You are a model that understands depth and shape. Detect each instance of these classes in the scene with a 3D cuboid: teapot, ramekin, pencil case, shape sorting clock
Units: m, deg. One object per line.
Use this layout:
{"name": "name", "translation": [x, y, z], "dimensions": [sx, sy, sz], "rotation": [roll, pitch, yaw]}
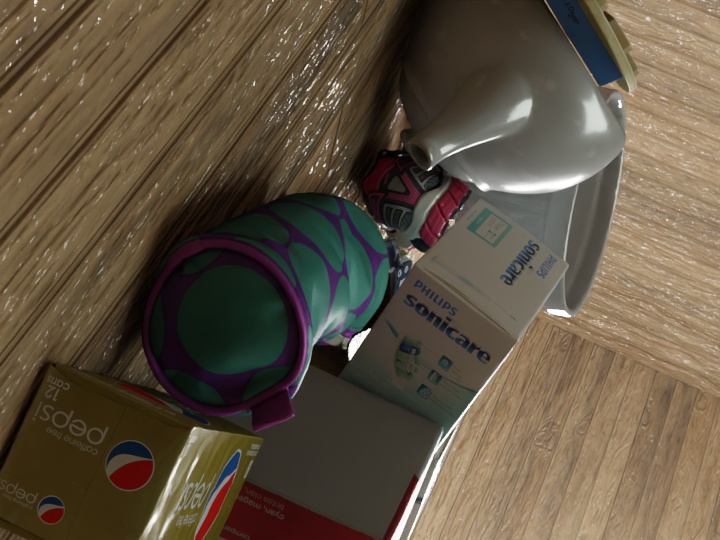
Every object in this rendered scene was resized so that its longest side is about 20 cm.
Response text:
{"name": "teapot", "translation": [0.095, -0.131, 1.018], "dimensions": [0.146, 0.198, 0.200], "rotation": [-32, 142, 13]}
{"name": "ramekin", "translation": [0.157, -0.067, 1.190], "dimensions": [0.200, 0.105, 0.201], "rotation": [13, 90, -70]}
{"name": "pencil case", "translation": [-0.040, 0.012, 0.686], "dimensions": [0.085, 0.093, 0.200], "rotation": [-24, -177, 15]}
{"name": "shape sorting clock", "translation": [0.141, -0.213, 0.963], "dimensions": [0.039, 0.201, 0.200], "rotation": [-31, 180, 12]}

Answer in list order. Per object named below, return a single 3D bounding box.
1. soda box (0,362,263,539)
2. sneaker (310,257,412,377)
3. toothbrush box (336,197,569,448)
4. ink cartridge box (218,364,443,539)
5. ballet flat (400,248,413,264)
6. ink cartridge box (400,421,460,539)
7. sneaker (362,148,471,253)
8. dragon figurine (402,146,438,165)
{"name": "soda box", "translation": [-0.098, 0.091, 0.609], "dimensions": [0.200, 0.064, 0.068], "rotation": [62, 52, -80]}
{"name": "sneaker", "translation": [0.000, 0.000, 1.017], "dimensions": [0.109, 0.070, 0.200], "rotation": [-59, 175, -30]}
{"name": "toothbrush box", "translation": [0.044, 0.067, 0.942], "dimensions": [0.200, 0.085, 0.146], "rotation": [-56, 173, 30]}
{"name": "ink cartridge box", "translation": [-0.058, 0.180, 0.857], "dimensions": [0.145, 0.144, 0.201], "rotation": [-54, 165, -63]}
{"name": "ballet flat", "translation": [0.025, 0.013, 1.269], "dimensions": [0.200, 0.070, 0.071], "rotation": [-30, 143, -79]}
{"name": "ink cartridge box", "translation": [0.013, 0.186, 1.408], "dimensions": [0.200, 0.144, 0.084], "rotation": [104, 12, -51]}
{"name": "sneaker", "translation": [0.037, -0.067, 1.105], "dimensions": [0.081, 0.075, 0.200], "rotation": [-57, -174, -1]}
{"name": "dragon figurine", "translation": [0.072, -0.110, 1.240], "dimensions": [0.059, 0.099, 0.201], "rotation": [-57, 149, -46]}
